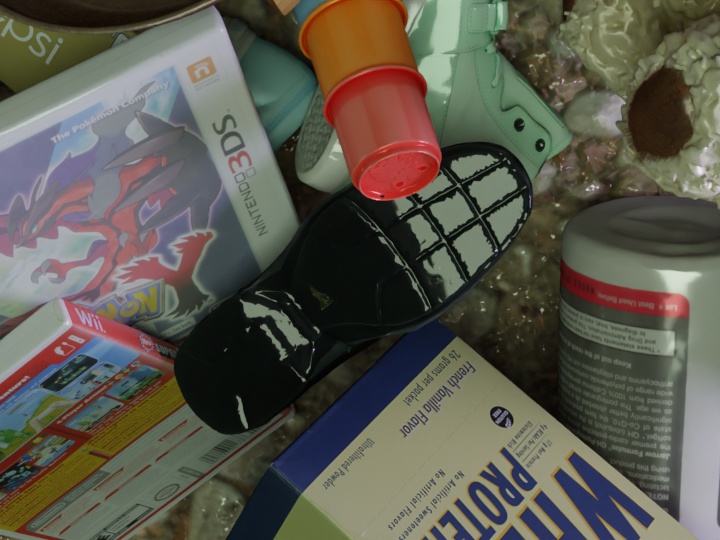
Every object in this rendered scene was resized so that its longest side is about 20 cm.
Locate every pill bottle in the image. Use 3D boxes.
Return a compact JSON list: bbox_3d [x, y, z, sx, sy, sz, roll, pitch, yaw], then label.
[{"bbox_3d":[0.150,0.073,0.962,0.109,0.111,0.202,2,108,6],"label":"pill bottle"}]

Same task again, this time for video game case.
[{"bbox_3d":[-0.137,0.084,0.970,0.143,0.200,0.018,-37,60,16],"label":"video game case"},{"bbox_3d":[-0.129,-0.013,0.890,0.199,0.023,0.183,-26,143,-4],"label":"video game case"}]

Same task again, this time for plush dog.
[{"bbox_3d":[0.200,-0.111,0.864,0.160,0.200,0.172,31,110,-22],"label":"plush dog"}]

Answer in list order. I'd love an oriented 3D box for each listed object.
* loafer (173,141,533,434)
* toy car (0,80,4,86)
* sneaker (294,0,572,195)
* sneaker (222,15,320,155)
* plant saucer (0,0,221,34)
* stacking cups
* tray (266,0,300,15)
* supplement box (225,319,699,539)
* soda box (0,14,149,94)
[{"bbox_3d":[0.000,0.000,0.920,0.199,0.072,0.073,-32,92,24],"label":"loafer"},{"bbox_3d":[-0.251,-0.046,0.898,0.183,0.200,0.178,-33,74,12],"label":"toy car"},{"bbox_3d":[0.058,-0.115,0.939,0.117,0.074,0.202,21,98,-24],"label":"sneaker"},{"bbox_3d":[-0.078,-0.019,0.975,0.081,0.074,0.201,28,110,0],"label":"sneaker"},{"bbox_3d":[-0.088,-0.182,0.837,0.198,0.037,0.202,-7,66,16],"label":"plant saucer"},{"bbox_3d":[-0.012,-0.125,0.874,0.060,0.201,0.061,-11,149,-7],"label":"stacking cups"},{"bbox_3d":[0.002,-0.215,0.861,0.200,0.037,0.099,-45,63,-3],"label":"tray"},{"bbox_3d":[0.037,0.173,0.933,0.199,0.134,0.201,40,136,9],"label":"supplement box"},{"bbox_3d":[-0.163,-0.141,0.904,0.200,0.068,0.064,41,116,5],"label":"soda box"}]
